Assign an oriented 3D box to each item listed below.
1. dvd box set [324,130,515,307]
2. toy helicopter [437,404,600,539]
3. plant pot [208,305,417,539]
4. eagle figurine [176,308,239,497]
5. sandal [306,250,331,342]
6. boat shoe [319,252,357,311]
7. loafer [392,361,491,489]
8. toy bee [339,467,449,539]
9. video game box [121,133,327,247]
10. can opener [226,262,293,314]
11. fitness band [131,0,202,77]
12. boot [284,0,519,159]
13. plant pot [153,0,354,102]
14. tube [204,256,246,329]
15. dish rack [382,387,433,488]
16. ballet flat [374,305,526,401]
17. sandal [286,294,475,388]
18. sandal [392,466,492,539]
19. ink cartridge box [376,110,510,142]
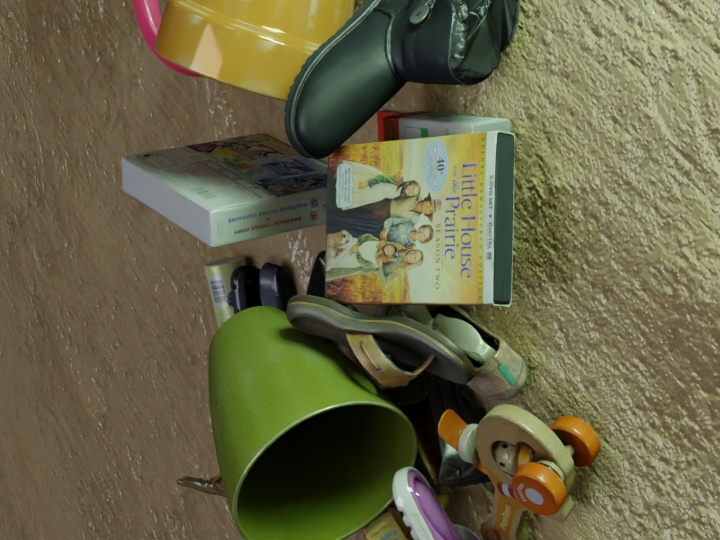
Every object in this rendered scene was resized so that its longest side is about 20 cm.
[{"bbox_3d":[0.048,-0.042,1.188,0.198,0.029,0.149,0,88,44],"label":"dvd box set"},{"bbox_3d":[0.130,0.192,1.217,0.131,0.079,0.201,29,142,21],"label":"toy helicopter"},{"bbox_3d":[-0.071,0.133,1.302,0.201,0.185,0.189,54,140,44],"label":"plant pot"},{"bbox_3d":[-0.106,0.153,1.455,0.150,0.202,0.151,19,163,12],"label":"eagle figurine"},{"bbox_3d":[-0.062,0.067,1.493,0.075,0.045,0.202,50,137,45],"label":"sandal"},{"bbox_3d":[0.000,0.000,1.334,0.073,0.063,0.200,44,162,-9],"label":"boat shoe"},{"bbox_3d":[0.060,0.124,1.312,0.201,0.072,0.073,53,140,33],"label":"loafer"},{"bbox_3d":[0.048,0.274,1.319,0.199,0.109,0.132,34,93,8],"label":"toy bee"},{"bbox_3d":[-0.129,-0.089,1.430,0.199,0.181,0.047,30,127,48],"label":"video game box"},{"bbox_3d":[-0.116,0.090,1.570,0.078,0.063,0.203,15,111,52],"label":"can opener"},{"bbox_3d":[-0.183,-0.311,1.475,0.037,0.142,0.203,-20,84,54],"label":"fitness band"},{"bbox_3d":[0.036,-0.179,1.179,0.076,0.201,0.167,45,164,-31],"label":"boot"},{"bbox_3d":[-0.083,-0.276,1.317,0.200,0.198,0.185,32,109,47],"label":"plant pot"},{"bbox_3d":[-0.144,0.086,1.629,0.051,0.058,0.203,-9,97,14],"label":"tube"},{"bbox_3d":[0.001,0.205,1.440,0.199,0.054,0.155,-23,82,55],"label":"dish rack"},{"bbox_3d":[0.075,0.054,1.268,0.199,0.068,0.067,26,165,42],"label":"ballet flat"},{"bbox_3d":[0.012,0.072,1.217,0.198,0.055,0.082,16,159,25],"label":"sandal"},{"bbox_3d":[0.100,0.265,1.256,0.049,0.083,0.203,-31,107,21],"label":"sandal"},{"bbox_3d":[0.060,-0.091,1.266,0.199,0.050,0.111,14,111,53],"label":"ink cartridge box"}]
